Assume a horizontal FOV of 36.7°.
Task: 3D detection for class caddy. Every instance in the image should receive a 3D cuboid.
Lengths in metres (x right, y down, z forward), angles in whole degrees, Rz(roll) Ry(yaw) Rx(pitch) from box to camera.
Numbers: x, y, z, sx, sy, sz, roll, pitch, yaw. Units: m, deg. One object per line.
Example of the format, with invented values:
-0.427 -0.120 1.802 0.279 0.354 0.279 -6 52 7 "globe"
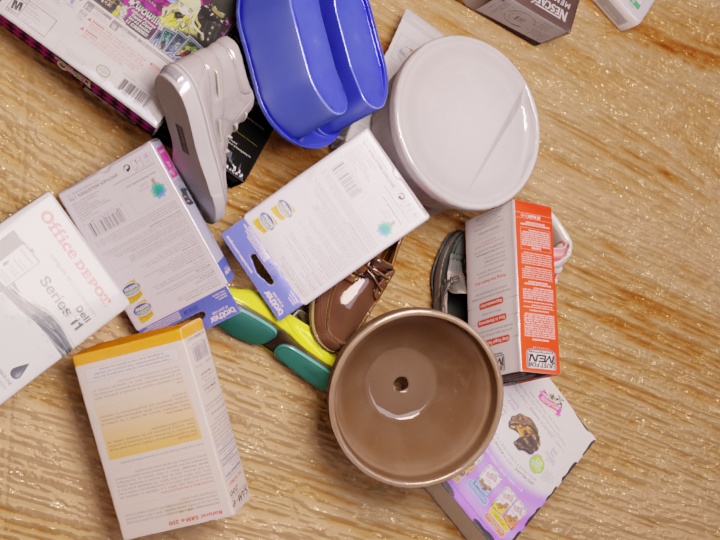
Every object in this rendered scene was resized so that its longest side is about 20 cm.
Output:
-0.058 -0.233 1.159 0.141 0.104 0.202 -17 92 -47 "caddy"

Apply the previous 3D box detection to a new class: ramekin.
0.104 -0.163 1.271 0.201 0.094 0.204 4 81 -27 "ramekin"

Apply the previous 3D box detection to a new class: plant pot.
0.056 0.138 1.239 0.199 0.093 0.203 -1 95 -10 "plant pot"

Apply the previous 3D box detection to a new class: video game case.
-0.244 -0.271 1.129 0.199 0.036 0.182 35 72 -10 "video game case"

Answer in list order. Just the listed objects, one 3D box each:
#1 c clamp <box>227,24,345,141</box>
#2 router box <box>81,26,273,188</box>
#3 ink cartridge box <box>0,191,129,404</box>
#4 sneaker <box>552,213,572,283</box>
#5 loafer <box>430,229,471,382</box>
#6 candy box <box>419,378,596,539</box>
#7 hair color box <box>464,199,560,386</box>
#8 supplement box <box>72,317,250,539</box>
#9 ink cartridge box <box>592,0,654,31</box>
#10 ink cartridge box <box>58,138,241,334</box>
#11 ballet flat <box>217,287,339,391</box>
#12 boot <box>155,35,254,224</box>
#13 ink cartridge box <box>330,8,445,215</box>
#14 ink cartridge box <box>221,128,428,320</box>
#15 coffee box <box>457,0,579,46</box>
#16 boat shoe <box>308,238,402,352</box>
-0.094 -0.253 1.215 0.169 0.027 0.202 7 79 -24 "c clamp"
-0.182 -0.208 1.202 0.199 0.051 0.150 34 71 -21 "router box"
-0.354 0.036 1.085 0.200 0.083 0.147 -40 105 -23 "ink cartridge box"
0.216 0.012 1.361 0.075 0.104 0.202 -7 91 -28 "sneaker"
0.122 0.047 1.333 0.071 0.063 0.202 17 80 -24 "loafer"
0.171 0.216 1.344 0.200 0.071 0.168 -44 106 -21 "candy box"
0.177 0.029 1.278 0.061 0.101 0.202 9 74 -29 "hair color box"
-0.205 0.164 1.129 0.125 0.074 0.202 -14 94 10 "supplement box"
0.366 -0.458 1.493 0.161 0.050 0.201 41 73 -19 "ink cartridge box"
-0.218 -0.023 1.150 0.119 0.042 0.201 -26 98 12 "ink cartridge box"
-0.092 0.063 1.234 0.199 0.067 0.067 36 51 -23 "ballet flat"
-0.146 -0.144 1.130 0.095 0.073 0.201 -37 146 -27 "boot"
0.071 -0.194 1.337 0.159 0.047 0.201 32 68 -21 "ink cartridge box"
-0.040 -0.050 1.193 0.199 0.042 0.120 -35 94 -2 "ink cartridge box"
0.182 -0.385 1.378 0.199 0.080 0.115 24 77 -23 "coffee box"
0.000 0.000 1.250 0.072 0.067 0.201 37 59 -24 "boat shoe"
